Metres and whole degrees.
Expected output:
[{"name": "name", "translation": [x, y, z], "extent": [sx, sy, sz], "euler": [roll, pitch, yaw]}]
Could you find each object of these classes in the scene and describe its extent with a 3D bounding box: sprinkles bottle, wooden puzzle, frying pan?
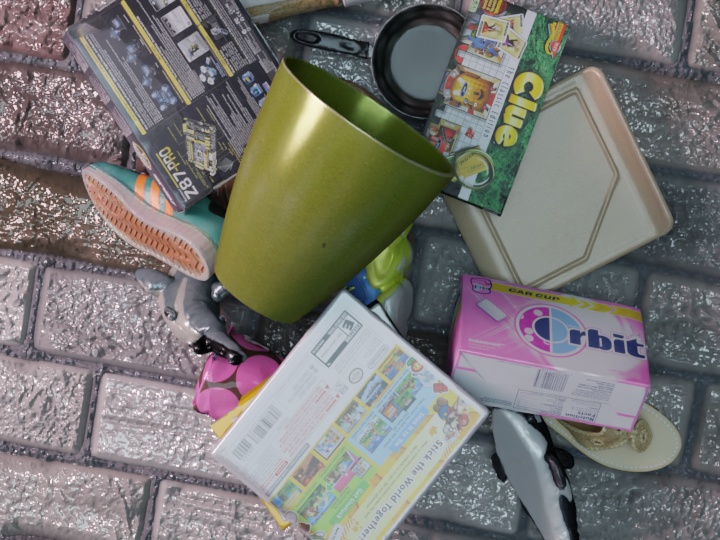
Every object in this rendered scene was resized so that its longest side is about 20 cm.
[{"name": "sprinkles bottle", "translation": [-0.092, -0.283, 1.299], "extent": [0.198, 0.068, 0.069], "euler": [-11, 93, 3]}, {"name": "wooden puzzle", "translation": [0.191, -0.081, 1.319], "extent": [0.198, 0.037, 0.187], "euler": [-26, 92, 8]}, {"name": "frying pan", "translation": [0.031, -0.204, 1.316], "extent": [0.188, 0.031, 0.116], "euler": [-11, 91, 6]}]

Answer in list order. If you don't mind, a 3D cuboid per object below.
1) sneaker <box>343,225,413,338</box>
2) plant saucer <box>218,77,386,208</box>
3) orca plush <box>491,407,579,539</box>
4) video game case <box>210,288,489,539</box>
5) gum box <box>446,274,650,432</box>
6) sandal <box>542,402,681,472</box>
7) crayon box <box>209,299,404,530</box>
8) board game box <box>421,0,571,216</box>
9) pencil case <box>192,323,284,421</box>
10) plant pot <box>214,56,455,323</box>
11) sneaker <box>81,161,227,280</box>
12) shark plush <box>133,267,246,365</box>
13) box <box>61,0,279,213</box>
[{"name": "sneaker", "translation": [0.000, 0.000, 1.317], "extent": [0.104, 0.076, 0.203], "euler": [6, 86, 14]}, {"name": "plant saucer", "translation": [-0.054, -0.102, 1.295], "extent": [0.198, 0.029, 0.203], "euler": [-3, 78, 15]}, {"name": "orca plush", "translation": [0.203, 0.212, 1.314], "extent": [0.071, 0.105, 0.201], "euler": [-28, 82, -30]}, {"name": "video game case", "translation": [-0.010, 0.151, 1.214], "extent": [0.182, 0.023, 0.201], "euler": [39, 91, -3]}, {"name": "gum box", "translation": [0.187, 0.081, 1.273], "extent": [0.198, 0.114, 0.067], "euler": [11, 130, -2]}, {"name": "sandal", "translation": [0.231, 0.148, 1.309], "extent": [0.210, 0.070, 0.078], "euler": [29, 94, 0]}, {"name": "crayon box", "translation": [-0.028, 0.138, 1.249], "extent": [0.199, 0.052, 0.126], "euler": [-35, 93, 1]}, {"name": "board game box", "translation": [0.127, -0.166, 1.284], "extent": [0.104, 0.023, 0.202], "euler": [20, 86, 0]}, {"name": "pencil case", "translation": [-0.069, 0.138, 1.316], "extent": [0.198, 0.091, 0.094], "euler": [27, 66, -2]}, {"name": "plant pot", "translation": [-0.043, -0.058, 1.188], "extent": [0.186, 0.187, 0.201], "euler": [34, 105, 0]}, {"name": "sneaker", "translation": [-0.194, -0.062, 1.302], "extent": [0.199, 0.072, 0.080], "euler": [31, 55, 28]}, {"name": "shark plush", "translation": [-0.156, 0.027, 1.261], "extent": [0.083, 0.200, 0.091], "euler": [-40, 114, 1]}, {"name": "box", "translation": [-0.161, -0.181, 1.233], "extent": [0.161, 0.049, 0.201], "euler": [-37, 100, -17]}]
